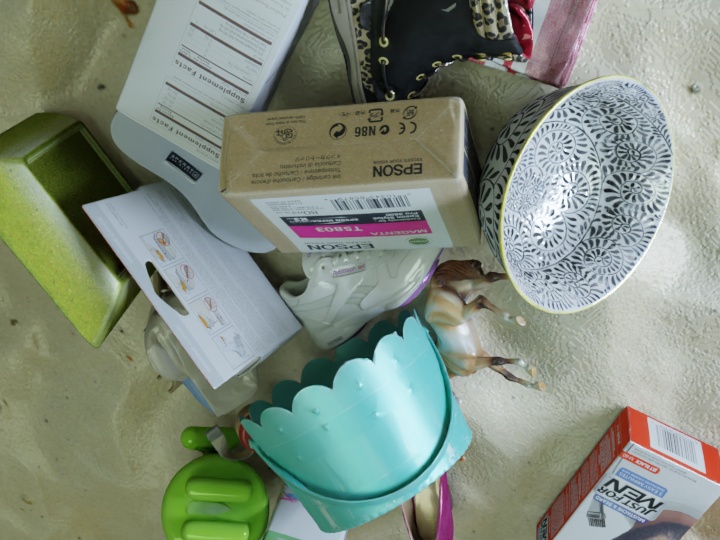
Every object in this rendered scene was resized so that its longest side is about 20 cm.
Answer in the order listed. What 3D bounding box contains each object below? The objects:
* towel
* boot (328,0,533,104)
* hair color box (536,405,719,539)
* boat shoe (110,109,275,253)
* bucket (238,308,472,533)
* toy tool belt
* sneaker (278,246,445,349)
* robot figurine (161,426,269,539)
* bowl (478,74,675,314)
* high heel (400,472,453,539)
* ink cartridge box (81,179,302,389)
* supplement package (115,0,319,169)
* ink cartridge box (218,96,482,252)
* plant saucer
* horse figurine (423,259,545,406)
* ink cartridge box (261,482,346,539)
[{"bbox_3d":[0.100,-0.247,0.745,0.198,0.023,0.145,17,120,5],"label":"towel"},{"bbox_3d":[0.066,-0.178,0.732,0.149,0.073,0.201,2,133,25],"label":"boot"},{"bbox_3d":[0.280,0.253,0.946,0.110,0.064,0.201,25,122,-1],"label":"hair color box"},{"bbox_3d":[-0.150,-0.099,0.864,0.200,0.070,0.071,38,117,-20],"label":"boat shoe"},{"bbox_3d":[0.001,0.146,0.861,0.206,0.207,0.135,-31,92,27],"label":"bucket"},{"bbox_3d":[-0.159,0.094,0.960,0.124,0.123,0.201,-35,115,-9],"label":"toy tool belt"},{"bbox_3d":[0.000,0.000,0.873,0.200,0.075,0.100,-37,105,28],"label":"sneaker"},{"bbox_3d":[-0.162,0.265,0.994,0.115,0.200,0.177,3,79,-9],"label":"robot figurine"},{"bbox_3d":[0.167,-0.073,0.761,0.094,0.199,0.203,32,129,51],"label":"bowl"},{"bbox_3d":[0.062,0.223,0.966,0.067,0.096,0.201,-14,113,22],"label":"high heel"},{"bbox_3d":[-0.160,0.011,0.838,0.043,0.173,0.201,-37,88,28],"label":"ink cartridge box"},{"bbox_3d":[-0.112,-0.210,0.765,0.109,0.114,0.201,30,121,-4],"label":"supplement package"},{"bbox_3d":[0.000,-0.074,0.763,0.198,0.165,0.076,-3,72,14],"label":"ink cartridge box"},{"bbox_3d":[-0.263,-0.057,0.844,0.048,0.200,0.200,-30,108,16],"label":"plant saucer"},{"bbox_3d":[0.109,0.059,0.885,0.132,0.050,0.201,7,129,31],"label":"horse figurine"},{"bbox_3d":[-0.063,0.309,0.987,0.087,0.200,0.146,14,120,2],"label":"ink cartridge box"}]
